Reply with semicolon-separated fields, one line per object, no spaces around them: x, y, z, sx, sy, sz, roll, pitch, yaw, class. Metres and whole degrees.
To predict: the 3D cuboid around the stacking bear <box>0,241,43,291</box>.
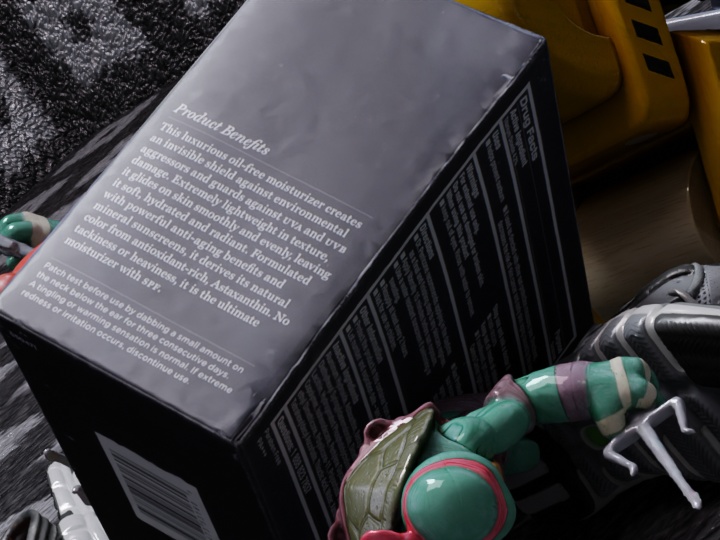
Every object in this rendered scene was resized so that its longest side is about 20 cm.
-0.081;0.066;1.165;0.121;0.200;0.114;-40;11;-13;stacking bear

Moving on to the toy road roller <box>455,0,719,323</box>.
0.093;-0.071;1.119;0.146;0.200;0.123;-9;-11;-40;toy road roller

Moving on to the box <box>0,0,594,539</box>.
-0.017;0.018;1.022;0.198;0.123;0.200;-51;-28;-22;box

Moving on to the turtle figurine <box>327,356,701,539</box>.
0.041;0.085;0.890;0.150;0.101;0.200;-59;1;-4;turtle figurine

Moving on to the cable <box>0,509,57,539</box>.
-0.158;0.167;1.332;0.200;0.050;0.097;-23;44;67;cable

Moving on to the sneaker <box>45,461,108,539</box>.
-0.118;0.135;1.401;0.080;0.074;0.200;-24;14;-7;sneaker

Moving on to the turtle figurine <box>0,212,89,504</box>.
-0.118;0.039;1.298;0.101;0.150;0.200;-14;0;-9;turtle figurine

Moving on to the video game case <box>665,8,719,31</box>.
0.176;-0.115;1.271;0.200;0.022;0.182;-9;3;38;video game case

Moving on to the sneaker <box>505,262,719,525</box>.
0.130;0.027;0.994;0.115;0.075;0.200;-41;10;-32;sneaker

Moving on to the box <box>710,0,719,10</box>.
0.251;-0.253;1.297;0.197;0.200;0.117;-18;4;-20;box
